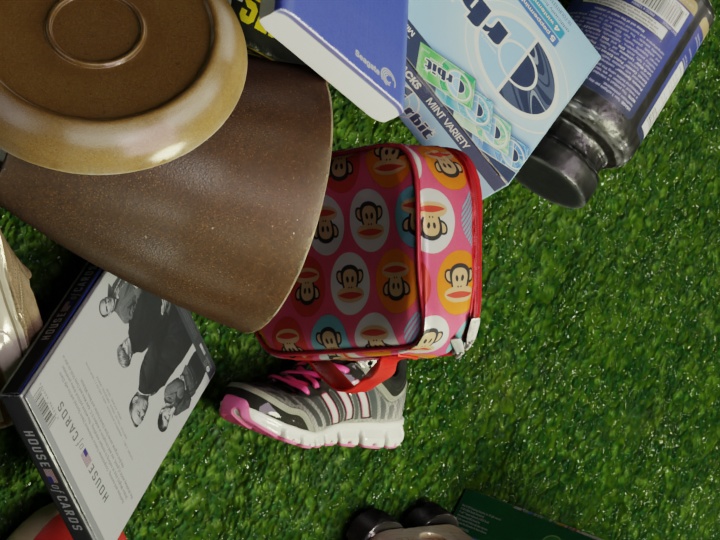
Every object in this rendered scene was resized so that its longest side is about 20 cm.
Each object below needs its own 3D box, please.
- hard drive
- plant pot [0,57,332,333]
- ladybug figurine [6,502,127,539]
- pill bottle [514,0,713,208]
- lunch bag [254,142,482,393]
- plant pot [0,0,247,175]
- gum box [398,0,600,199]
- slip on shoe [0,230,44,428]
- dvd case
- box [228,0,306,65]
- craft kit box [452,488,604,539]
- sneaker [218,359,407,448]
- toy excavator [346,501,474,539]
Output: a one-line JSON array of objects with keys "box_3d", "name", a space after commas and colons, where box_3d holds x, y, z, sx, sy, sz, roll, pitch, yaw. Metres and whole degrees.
[{"box_3d": [-0.013, -0.218, 1.486, 0.132, 0.025, 0.202, 37, 44, -39], "name": "hard drive"}, {"box_3d": [-0.145, -0.072, 1.450, 0.198, 0.187, 0.189, 15, 93, -22], "name": "plant pot"}, {"box_3d": [-0.215, 0.261, 1.549, 0.135, 0.072, 0.202, 12, 94, -44], "name": "ladybug figurine"}, {"box_3d": [0.198, -0.156, 1.779, 0.112, 0.111, 0.201, 45, 72, -41], "name": "pill bottle"}, {"box_3d": [0.000, 0.000, 1.569, 0.081, 0.199, 0.178, 0, 89, -42], "name": "lunch bag"}, {"box_3d": [-0.170, -0.149, 1.391, 0.200, 0.200, 0.028, -36, 156, -29], "name": "plant pot"}, {"box_3d": [0.082, -0.170, 1.621, 0.170, 0.044, 0.200, 50, 41, -11], "name": "gum box"}, {"box_3d": [-0.250, 0.007, 1.443, 0.061, 0.075, 0.202, -44, 130, -46], "name": "slip on shoe"}, {"box_3d": [-0.172, 0.078, 1.513, 0.201, 0.025, 0.151, -61, 139, -45], "name": "dvd case"}, {"box_3d": [-0.075, -0.242, 1.546, 0.199, 0.049, 0.161, 25, 87, -44], "name": "box"}, {"box_3d": [0.203, 0.267, 1.851, 0.197, 0.199, 0.049, 42, 73, -42], "name": "craft kit box"}, {"box_3d": [-0.031, 0.087, 1.669, 0.199, 0.073, 0.088, 7, 98, -49], "name": "sneaker"}, {"box_3d": [0.014, 0.306, 1.769, 0.193, 0.100, 0.202, 0, 111, -41], "name": "toy excavator"}]
